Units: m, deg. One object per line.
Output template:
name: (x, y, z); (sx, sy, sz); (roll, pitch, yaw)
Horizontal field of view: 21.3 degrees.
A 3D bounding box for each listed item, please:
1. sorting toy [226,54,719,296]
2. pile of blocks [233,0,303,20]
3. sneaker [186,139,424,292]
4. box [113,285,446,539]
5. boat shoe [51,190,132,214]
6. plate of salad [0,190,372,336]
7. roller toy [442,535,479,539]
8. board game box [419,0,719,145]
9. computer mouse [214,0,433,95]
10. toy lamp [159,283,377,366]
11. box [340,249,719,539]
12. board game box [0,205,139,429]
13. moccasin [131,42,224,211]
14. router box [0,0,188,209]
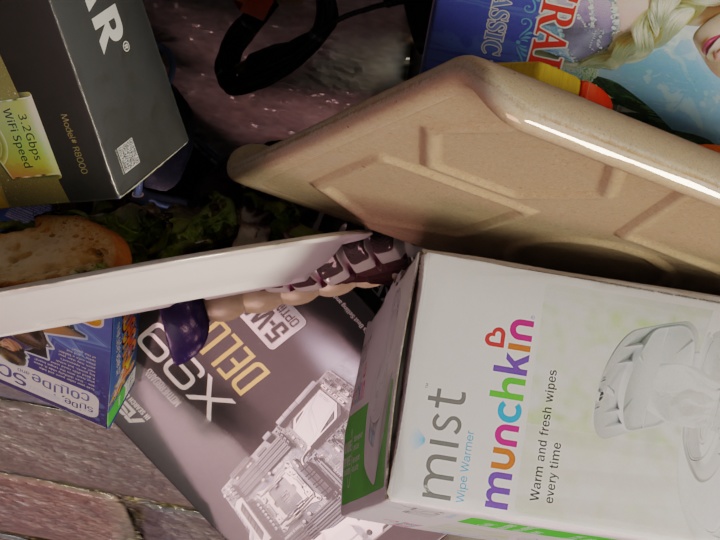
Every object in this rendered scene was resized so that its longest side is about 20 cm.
sorting toy: (0.071, -0.029, 0.672); (0.184, 0.037, 0.200); (19, 168, -25)
pile of blocks: (-0.041, -0.146, 0.697); (0.082, 0.062, 0.200); (15, 157, -9)
sneaker: (0.017, -0.002, 0.871); (0.199, 0.076, 0.115); (1, 152, 39)
box: (-0.032, 0.072, 1.022); (0.158, 0.050, 0.200); (-38, 101, 22)
boat shoe: (-0.128, -0.099, 0.767); (0.074, 0.075, 0.203); (0, 127, -8)
plate of salad: (-0.095, -0.006, 0.746); (0.199, 0.048, 0.200); (-11, 179, 0)
roller toy: (0.136, 0.126, 1.093); (0.199, 0.183, 0.140); (4, 155, 18)
board game box: (0.128, -0.107, 0.650); (0.199, 0.041, 0.201); (11, 136, 1)
computer mouse: (0.017, -0.104, 0.782); (0.199, 0.059, 0.034); (-9, 166, 42)
toy lamp: (0.000, 0.000, 0.935); (0.199, 0.058, 0.058); (-15, 157, -4)
box: (0.089, 0.061, 0.760); (0.176, 0.097, 0.200); (9, 171, -4)
board game box: (-0.206, -0.004, 0.951); (0.199, 0.035, 0.136); (23, 145, 6)
moccasin: (-0.108, -0.071, 0.909); (0.068, 0.081, 0.200); (-2, 169, 17)
router box: (-0.166, -0.119, 0.693); (0.157, 0.052, 0.201); (-4, 115, 31)
